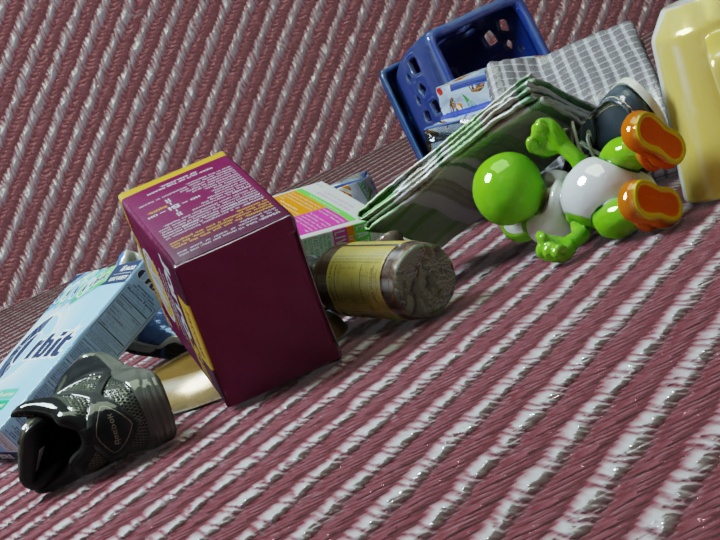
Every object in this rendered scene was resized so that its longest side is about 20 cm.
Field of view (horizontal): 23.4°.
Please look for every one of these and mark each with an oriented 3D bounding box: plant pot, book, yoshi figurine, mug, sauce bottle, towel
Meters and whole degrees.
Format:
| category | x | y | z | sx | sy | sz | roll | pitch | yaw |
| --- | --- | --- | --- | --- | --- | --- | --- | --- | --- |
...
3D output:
| category | x | y | z | sx | sy | sz | roll | pitch | yaw |
| --- | --- | --- | --- | --- | --- | --- | --- | --- | --- |
| plant pot | 0.155 | -0.252 | 2.487 | 0.199 | 0.201 | 0.180 | -27 | 1 | -34 |
| book | -0.094 | -0.028 | 1.630 | 0.199 | 0.048 | 0.133 | -16 | 18 | -23 |
| yoshi figurine | 0.161 | -0.065 | 1.396 | 0.112 | 0.112 | 0.200 | -34 | 10 | -33 |
| mug | 0.311 | -0.152 | 1.378 | 0.149 | 0.154 | 0.186 | -23 | 7 | -15 |
| sauce bottle | 0.003 | 0.007 | 1.440 | 0.064 | 0.065 | 0.200 | -25 | 13 | -26 |
| towel | 0.109 | -0.085 | 1.507 | 0.200 | 0.031 | 0.149 | -39 | -27 | 22 |
| plant pot | -0.107 | 0.074 | 1.485 | 0.199 | 0.028 | 0.200 | -23 | 7 | 3 |
| towel | 0.209 | -0.148 | 1.647 | 0.165 | 0.086 | 0.201 | -23 | 38 | 10 |

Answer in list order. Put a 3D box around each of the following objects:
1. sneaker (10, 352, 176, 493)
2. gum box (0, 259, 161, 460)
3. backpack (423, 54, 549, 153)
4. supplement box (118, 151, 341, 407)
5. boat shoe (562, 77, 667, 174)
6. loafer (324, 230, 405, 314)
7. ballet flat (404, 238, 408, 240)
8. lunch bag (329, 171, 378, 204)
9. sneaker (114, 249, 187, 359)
| category | x | y | z | sx | sy | sz | roll | pitch | yaw |
| --- | --- | --- | --- | --- | --- | --- | --- | --- | --- |
| sneaker | -0.226 | 0.115 | 1.336 | 0.114 | 0.077 | 0.199 | -18 | 10 | -24 |
| gum box | -0.274 | 0.082 | 1.563 | 0.200 | 0.045 | 0.170 | -51 | 19 | -24 |
| backpack | 0.183 | -0.152 | 1.848 | 0.199 | 0.155 | 0.190 | -24 | 17 | -39 |
| supplement box | -0.108 | 0.003 | 1.392 | 0.103 | 0.132 | 0.200 | -24 | 24 | -12 |
| boat shoe | 0.206 | -0.099 | 1.465 | 0.062 | 0.075 | 0.200 | -31 | -10 | -13 |
| loafer | 0.000 | 0.000 | 1.559 | 0.072 | 0.063 | 0.200 | -26 | 8 | -28 |
| ballet flat | 0.041 | -0.047 | 1.849 | 0.200 | 0.067 | 0.067 | -18 | 29 | 52 |
| lunch bag | -0.060 | -0.058 | 2.155 | 0.199 | 0.076 | 0.160 | -23 | 5 | 4 |
| sneaker | -0.201 | 0.036 | 1.659 | 0.075 | 0.077 | 0.200 | 12 | 8 | -36 |
